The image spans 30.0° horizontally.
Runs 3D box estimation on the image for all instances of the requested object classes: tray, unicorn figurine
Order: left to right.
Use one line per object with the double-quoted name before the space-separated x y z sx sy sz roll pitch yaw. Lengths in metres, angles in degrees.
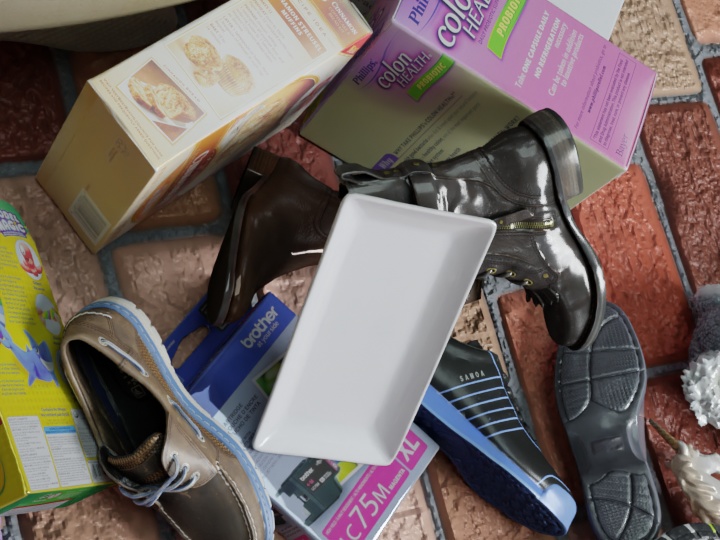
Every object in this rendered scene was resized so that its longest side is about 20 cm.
"tray" 0.004 0.040 0.876 0.107 0.201 0.022 9 29 -23
"unicorn figurine" 0.302 0.213 1.037 0.136 0.074 0.201 6 73 -12

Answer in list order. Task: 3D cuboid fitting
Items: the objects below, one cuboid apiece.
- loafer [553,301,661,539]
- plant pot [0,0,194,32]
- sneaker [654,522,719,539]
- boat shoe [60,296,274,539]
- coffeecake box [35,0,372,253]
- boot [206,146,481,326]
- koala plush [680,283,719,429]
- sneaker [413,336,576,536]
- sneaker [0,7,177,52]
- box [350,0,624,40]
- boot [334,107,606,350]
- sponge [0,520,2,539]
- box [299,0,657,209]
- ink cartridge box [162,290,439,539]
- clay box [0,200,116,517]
"loafer" 0.189 0.125 1.039 0.071 0.063 0.201 -6 65 4
"plant pot" -0.159 -0.238 0.855 0.199 0.187 0.189 0 70 -19
"sneaker" 0.200 0.244 0.969 0.199 0.081 0.074 -18 65 -22
"boat shoe" -0.130 0.115 0.853 0.201 0.072 0.072 54 18 -3
"coffeecake box" -0.109 -0.114 0.926 0.200 0.153 0.073 -38 90 -32
"boot" 0.000 0.000 0.950 0.199 0.064 0.187 21 42 -9
"koala plush" 0.349 0.090 1.073 0.199 0.184 0.178 23 37 1
"sneaker" 0.091 0.105 0.984 0.200 0.070 0.078 43 63 -4
"sneaker" -0.228 -0.208 0.954 0.199 0.074 0.083 2 74 -25
"box" 0.107 -0.249 1.098 0.198 0.131 0.201 32 60 -10
"boot" 0.070 -0.007 0.918 0.173 0.069 0.201 -23 117 -14
"sponge" -0.254 0.144 0.770 0.111 0.030 0.201 33 37 -50
"box" 0.084 -0.125 1.011 0.199 0.176 0.097 29 60 -12
"ink cartridge box" -0.052 0.103 0.935 0.200 0.042 0.119 42 58 -3
"clay box" -0.225 0.049 0.831 0.047 0.115 0.201 -26 78 13
